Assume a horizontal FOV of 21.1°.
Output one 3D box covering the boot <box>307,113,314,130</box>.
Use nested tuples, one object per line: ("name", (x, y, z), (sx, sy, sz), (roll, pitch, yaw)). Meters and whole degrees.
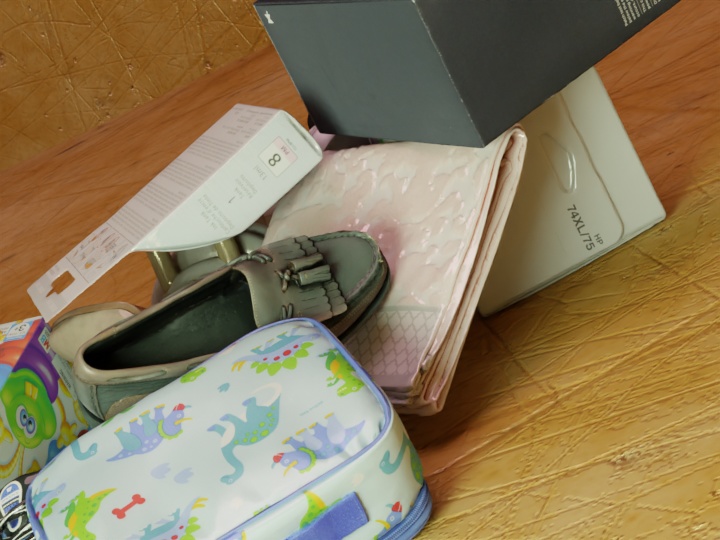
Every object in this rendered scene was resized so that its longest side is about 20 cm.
("boot", (0.004, -0.108, 1.667), (0.072, 0.145, 0.200), (-28, 11, 8))

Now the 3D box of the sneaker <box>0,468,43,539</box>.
("sneaker", (-0.194, 0.171, 1.131), (0.078, 0.089, 0.200), (-26, 13, 14))

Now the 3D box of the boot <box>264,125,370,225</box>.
("boot", (-0.044, -0.053, 1.423), (0.095, 0.200, 0.074), (33, 60, 25))

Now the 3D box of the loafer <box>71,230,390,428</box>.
("loafer", (-0.072, 0.030, 1.104), (0.200, 0.072, 0.063), (-28, -28, -11))

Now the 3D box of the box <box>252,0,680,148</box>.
("box", (0.066, -0.171, 1.221), (0.182, 0.104, 0.200), (-36, 22, -22))

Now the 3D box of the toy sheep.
("toy sheep", (-0.090, 0.025, 1.374), (0.138, 0.138, 0.200), (-24, 4, 19))

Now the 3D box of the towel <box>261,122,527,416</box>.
("towel", (0.000, 0.000, 1.191), (0.200, 0.032, 0.191), (-5, 57, 46))

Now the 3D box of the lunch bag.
("lunch bag", (-0.071, 0.123, 1.025), (0.200, 0.083, 0.161), (-32, 31, -9))

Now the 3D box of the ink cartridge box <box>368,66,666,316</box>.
("ink cartridge box", (0.097, -0.080, 1.356), (0.146, 0.147, 0.200), (-29, 12, -3))

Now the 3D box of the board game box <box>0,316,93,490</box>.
("board game box", (-0.255, 0.136, 1.226), (0.105, 0.103, 0.200), (-12, 32, 22))

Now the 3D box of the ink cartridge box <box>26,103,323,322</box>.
("ink cartridge box", (-0.125, -0.030, 1.277), (0.200, 0.057, 0.163), (-46, 15, -5))

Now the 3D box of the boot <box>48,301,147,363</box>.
("boot", (-0.128, 0.095, 1.184), (0.200, 0.147, 0.070), (-11, -21, 43))
